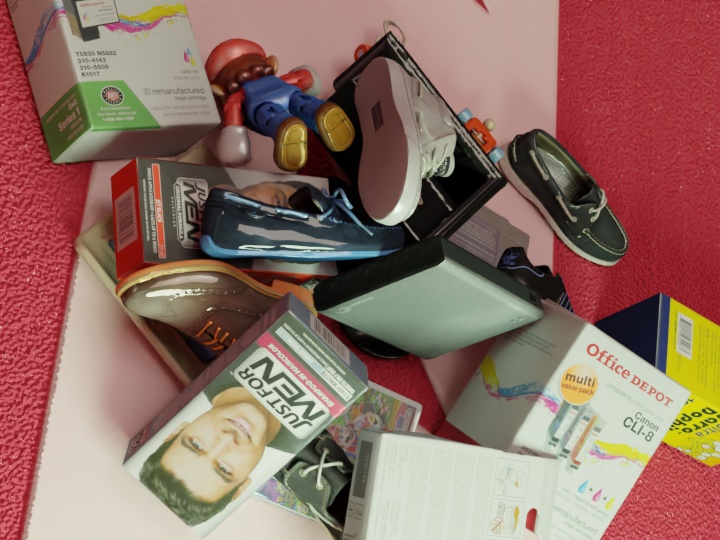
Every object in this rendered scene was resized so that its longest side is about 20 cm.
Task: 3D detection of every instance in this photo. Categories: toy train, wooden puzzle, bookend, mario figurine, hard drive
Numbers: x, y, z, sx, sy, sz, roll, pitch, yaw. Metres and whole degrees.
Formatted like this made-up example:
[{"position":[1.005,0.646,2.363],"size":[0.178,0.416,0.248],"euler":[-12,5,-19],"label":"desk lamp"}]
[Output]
[{"position":[0.064,-0.173,1.650],"size":[0.200,0.056,0.150],"euler":[48,35,-5],"label":"toy train"},{"position":[-0.144,-0.007,1.411],"size":[0.185,0.046,0.200],"euler":[52,48,-7],"label":"wooden puzzle"},{"position":[0.021,-0.109,1.489],"size":[0.200,0.092,0.199],"euler":[52,35,-1],"label":"bookend"},{"position":[-0.084,-0.149,1.456],"size":[0.123,0.106,0.200],"euler":[12,19,-37],"label":"mario figurine"},{"position":[0.067,0.028,1.416],"size":[0.200,0.139,0.033],"euler":[27,48,-53],"label":"hard drive"}]

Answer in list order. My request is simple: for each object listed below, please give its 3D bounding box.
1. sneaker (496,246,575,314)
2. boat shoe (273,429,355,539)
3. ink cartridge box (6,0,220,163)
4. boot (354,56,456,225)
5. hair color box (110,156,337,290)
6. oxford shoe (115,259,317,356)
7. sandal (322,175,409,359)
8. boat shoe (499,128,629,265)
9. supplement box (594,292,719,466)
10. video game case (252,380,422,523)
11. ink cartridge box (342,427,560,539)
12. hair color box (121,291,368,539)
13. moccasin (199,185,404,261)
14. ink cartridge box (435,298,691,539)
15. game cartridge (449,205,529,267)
[{"position":[0.204,0.046,1.611],"size":[0.200,0.070,0.078],"euler":[39,59,-47],"label":"sneaker"},{"position":[-0.034,0.181,1.365],"size":[0.072,0.068,0.200],"euler":[-45,106,-23],"label":"boat shoe"},{"position":[-0.234,-0.210,1.406],"size":[0.145,0.084,0.201],"euler":[-8,75,-40],"label":"ink cartridge box"},{"position":[0.052,-0.108,1.383],"size":[0.095,0.074,0.200],"euler":[27,42,-30],"label":"boot"},{"position":[-0.123,-0.039,1.374],"size":[0.199,0.061,0.102],"euler":[4,72,-34],"label":"hair color box"},{"position":[-0.119,0.042,1.321],"size":[0.199,0.071,0.073],"euler":[11,54,-32],"label":"oxford shoe"},{"position":[0.000,0.000,1.502],"size":[0.075,0.045,0.200],"euler":[-28,98,-27],"label":"sandal"},{"position":[0.247,-0.083,1.742],"size":[0.200,0.060,0.076],"euler":[38,51,-18],"label":"boat shoe"},{"position":[0.370,0.127,1.711],"size":[0.200,0.109,0.110],"euler":[28,55,-26],"label":"supplement box"},{"position":[-0.043,0.157,1.410],"size":[0.200,0.018,0.144],"euler":[26,73,-26],"label":"video game case"},{"position":[0.079,0.234,1.363],"size":[0.200,0.050,0.163],"euler":[12,84,-32],"label":"ink cartridge box"},{"position":[-0.098,0.124,1.291],"size":[0.099,0.200,0.061],"euler":[45,11,-13],"label":"hair color box"},{"position":[-0.045,-0.044,1.337],"size":[0.200,0.080,0.068],"euler":[2,86,-36],"label":"moccasin"},{"position":[0.192,0.150,1.482],"size":[0.145,0.145,0.200],"euler":[32,89,-21],"label":"ink cartridge box"},{"position":[0.093,-0.029,1.617],"size":[0.200,0.038,0.130],"euler":[29,51,-25],"label":"game cartridge"}]
